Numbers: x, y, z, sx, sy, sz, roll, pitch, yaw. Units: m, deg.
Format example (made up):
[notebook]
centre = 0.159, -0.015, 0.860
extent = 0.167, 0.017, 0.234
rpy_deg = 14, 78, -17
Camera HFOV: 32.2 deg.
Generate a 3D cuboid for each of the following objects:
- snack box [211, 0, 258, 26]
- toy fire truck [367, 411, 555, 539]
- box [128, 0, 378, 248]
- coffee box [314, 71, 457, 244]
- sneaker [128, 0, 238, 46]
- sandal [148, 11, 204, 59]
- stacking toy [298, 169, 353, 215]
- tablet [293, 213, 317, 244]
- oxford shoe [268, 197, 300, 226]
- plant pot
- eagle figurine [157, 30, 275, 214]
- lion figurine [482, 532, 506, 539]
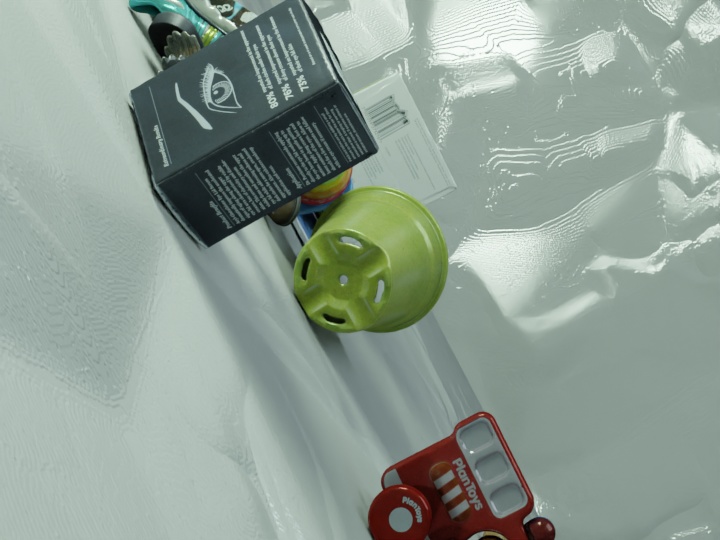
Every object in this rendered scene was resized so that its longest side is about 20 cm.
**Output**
[snack box]
centre = -0.124, -0.280, 1.628
extent = 0.199, 0.037, 0.116
rpy_deg = 36, -15, 21
[toy fire truck]
centre = 0.111, 0.271, 1.313
extent = 0.202, 0.167, 0.112
rpy_deg = 62, 7, 8
[box]
centre = -0.105, -0.143, 1.194
extent = 0.105, 0.198, 0.149
rpy_deg = 54, 10, -48
[coffee box]
centre = 0.002, -0.171, 1.954
extent = 0.201, 0.198, 0.198
rpy_deg = 63, -7, -8
[sneaker]
centre = -0.193, -0.271, 1.488
extent = 0.200, 0.080, 0.077
rpy_deg = 46, -18, -5
[sandal]
centre = -0.192, -0.213, 1.461
extent = 0.201, 0.075, 0.043
rpy_deg = 56, 46, -42
[stacking toy]
centre = -0.055, -0.152, 1.658
extent = 0.200, 0.108, 0.118
rpy_deg = 137, -62, -79
[tablet]
centre = -0.088, -0.081, 1.921
extent = 0.131, 0.014, 0.200
rpy_deg = 62, 7, 1
[oxford shoe]
centre = -0.139, -0.149, 1.631
extent = 0.084, 0.072, 0.202
rpy_deg = -2, 64, -55
[plant pot]
centre = 0.000, 0.000, 1.617
extent = 0.202, 0.199, 0.184
rpy_deg = 61, 18, -1
[eagle figurine]
centre = -0.152, -0.160, 1.376
extent = 0.199, 0.152, 0.151
rpy_deg = 29, -27, -18
[lion figurine]
centre = 0.232, 0.459, 2.031
extent = 0.123, 0.072, 0.200
rpy_deg = 48, -5, -12
